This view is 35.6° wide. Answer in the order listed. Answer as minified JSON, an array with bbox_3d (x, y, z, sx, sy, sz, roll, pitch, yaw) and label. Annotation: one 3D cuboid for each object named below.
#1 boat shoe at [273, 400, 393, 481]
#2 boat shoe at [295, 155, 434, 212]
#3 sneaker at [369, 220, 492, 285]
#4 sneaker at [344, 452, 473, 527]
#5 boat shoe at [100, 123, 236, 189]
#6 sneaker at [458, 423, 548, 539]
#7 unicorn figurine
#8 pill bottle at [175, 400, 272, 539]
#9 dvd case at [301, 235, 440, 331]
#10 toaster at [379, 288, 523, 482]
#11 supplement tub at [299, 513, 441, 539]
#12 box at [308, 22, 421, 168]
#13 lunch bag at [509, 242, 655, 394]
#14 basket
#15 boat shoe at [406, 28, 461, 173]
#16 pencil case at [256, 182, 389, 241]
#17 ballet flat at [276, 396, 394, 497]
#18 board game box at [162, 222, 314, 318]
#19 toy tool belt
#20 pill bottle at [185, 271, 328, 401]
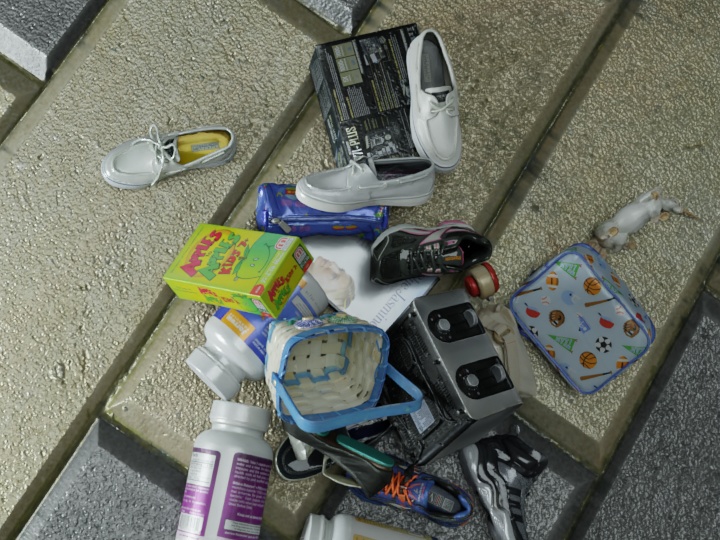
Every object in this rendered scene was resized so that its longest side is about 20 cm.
[{"bbox_3d":[-0.031,0.232,1.572,0.197,0.062,0.076,-24,86,-11],"label":"boat shoe"},{"bbox_3d":[0.010,-0.126,1.545,0.196,0.069,0.073,1,44,-9],"label":"boat shoe"},{"bbox_3d":[0.104,-0.027,1.590,0.197,0.086,0.082,-19,113,-30],"label":"sneaker"},{"bbox_3d":[0.073,0.303,1.565,0.196,0.078,0.077,16,77,-5],"label":"sneaker"},{"bbox_3d":[-0.272,-0.168,1.595,0.198,0.086,0.076,-10,81,-11],"label":"boat shoe"},{"bbox_3d":[0.226,0.319,1.586,0.112,0.076,0.203,-24,81,-9],"label":"sneaker"},{"bbox_3d":[0.419,-0.078,1.676,0.197,0.137,0.075,-20,93,3],"label":"unicorn figurine"},{"bbox_3d":[-0.179,0.283,1.514,0.110,0.112,0.204,12,78,-6],"label":"pill bottle"},{"bbox_3d":[0.000,0.000,1.641,0.199,0.018,0.143,41,76,0],"label":"dvd case"},{"bbox_3d":[0.105,0.151,1.508,0.117,0.200,0.183,-12,65,-34],"label":"toaster"},{"bbox_3d":[0.011,0.411,1.502,0.196,0.144,0.147,16,78,-5],"label":"supplement tub"},{"bbox_3d":[0.029,-0.241,1.654,0.161,0.086,0.204,-15,82,-12],"label":"box"},{"bbox_3d":[0.315,0.069,1.623,0.160,0.075,0.201,-42,85,27],"label":"lunch bag"},{"bbox_3d":[-0.036,0.138,1.453,0.174,0.200,0.141,-6,122,-30],"label":"basket"},{"bbox_3d":[0.109,-0.242,1.589,0.070,0.066,0.204,-3,80,-10],"label":"boat shoe"},{"bbox_3d":[-0.054,-0.081,1.594,0.196,0.087,0.079,1,113,-10],"label":"pencil case"},{"bbox_3d":[-0.048,0.239,1.513,0.198,0.068,0.069,34,102,10],"label":"ballet flat"},{"bbox_3d":[-0.168,-0.003,1.526,0.102,0.198,0.048,-58,135,-24],"label":"board game box"},{"bbox_3d":[0.163,0.104,1.591,0.121,0.125,0.203,-22,96,-11],"label":"toy tool belt"},{"bbox_3d":[-0.146,0.080,1.556,0.112,0.112,0.200,42,76,1],"label":"pill bottle"}]
